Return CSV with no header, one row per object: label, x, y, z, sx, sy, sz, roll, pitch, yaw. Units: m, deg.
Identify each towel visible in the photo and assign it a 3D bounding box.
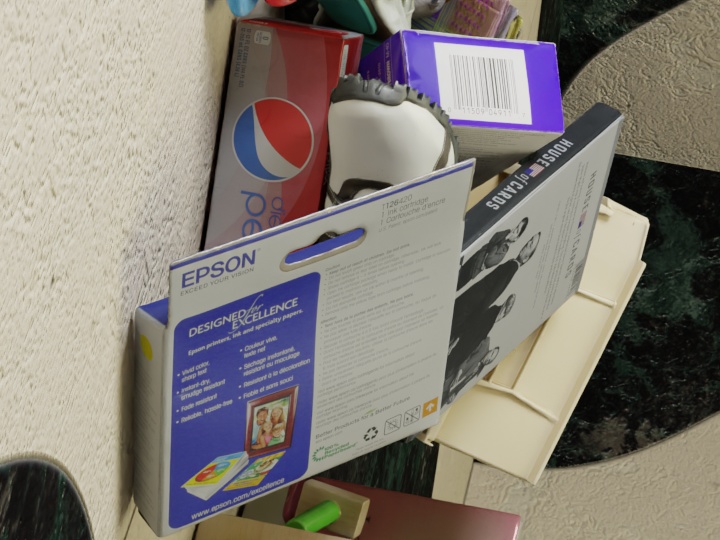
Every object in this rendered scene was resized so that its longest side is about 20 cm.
towel,0.048,-0.148,2.036,0.144,0.023,0.200,-67,-153,9

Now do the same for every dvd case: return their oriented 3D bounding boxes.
dvd case,0.089,0.000,1.730,0.200,0.025,0.151,-40,152,-43

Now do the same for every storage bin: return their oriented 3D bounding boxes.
storage bin,0.088,0.024,1.944,0.199,0.093,0.200,-63,-158,0

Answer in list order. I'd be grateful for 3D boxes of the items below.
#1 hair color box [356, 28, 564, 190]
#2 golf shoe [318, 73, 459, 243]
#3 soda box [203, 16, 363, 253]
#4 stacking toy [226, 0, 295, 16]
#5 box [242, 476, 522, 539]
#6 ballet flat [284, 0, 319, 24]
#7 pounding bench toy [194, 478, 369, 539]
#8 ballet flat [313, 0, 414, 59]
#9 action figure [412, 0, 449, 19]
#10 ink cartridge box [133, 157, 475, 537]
hair color box,0.030,-0.086,1.743,0.200,0.109,0.065,-33,-122,58
golf shoe,0.012,-0.029,1.629,0.200,0.077,0.095,81,23,-54
soda box,-0.050,-0.047,1.674,0.063,0.070,0.201,-33,132,-77
stacking toy,0.026,-0.189,1.558,0.110,0.199,0.117,-65,165,-64
box,0.008,0.232,2.006,0.109,0.199,0.128,86,15,-61
ballet flat,-0.025,-0.202,1.759,0.067,0.057,0.200,-48,165,-25
pounding bench toy,-0.046,0.212,1.861,0.156,0.124,0.201,83,19,-66
ballet flat,0.006,-0.165,1.719,0.200,0.069,0.070,74,27,-70
action figure,0.042,-0.270,1.987,0.200,0.104,0.195,87,6,-68
ink cartridge box,-0.034,0.034,1.561,0.197,0.047,0.201,-19,133,-28
